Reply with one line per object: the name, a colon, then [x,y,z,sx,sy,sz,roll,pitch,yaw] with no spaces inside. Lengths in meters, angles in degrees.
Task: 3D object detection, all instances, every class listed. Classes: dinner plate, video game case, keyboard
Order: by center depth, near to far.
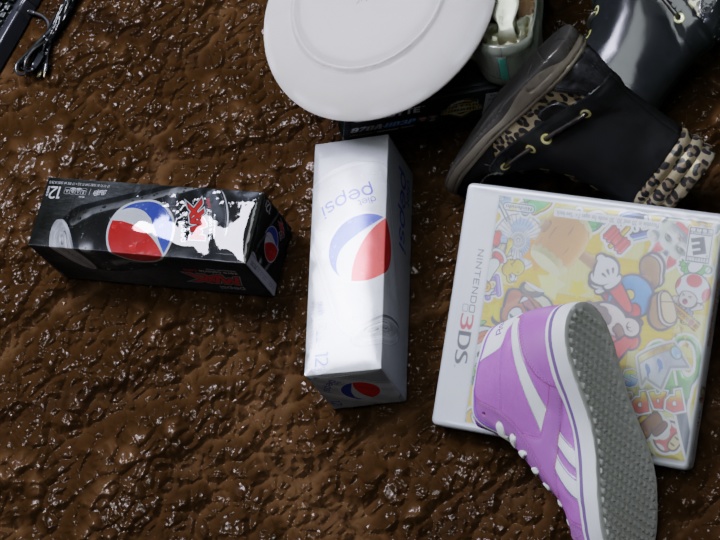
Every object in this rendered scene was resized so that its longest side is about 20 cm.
video game case: [0.158,0.038,1.501,0.199,0.023,0.183,8,89,24]
dinner plate: [0.010,-0.210,1.592,0.199,0.024,0.201,-11,62,22]
keyboard: [-0.308,-0.238,1.849,0.126,0.021,0.201,19,74,28]

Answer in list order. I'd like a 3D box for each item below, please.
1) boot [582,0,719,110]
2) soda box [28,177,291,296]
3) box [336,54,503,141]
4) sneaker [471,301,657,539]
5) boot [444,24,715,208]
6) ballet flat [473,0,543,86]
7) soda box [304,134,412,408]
boot: [0.186,-0.198,1.613,0.203,0.073,0.154,34,84,33]
soda box: [-0.162,-0.028,1.661,0.199,0.071,0.064,4,68,22]
box: [0.040,-0.207,1.656,0.158,0.046,0.201,-10,60,-9]
sneaker: [0.140,0.127,1.463,0.114,0.072,0.202,-15,86,42]
boot: [0.161,-0.082,1.545,0.150,0.200,0.073,34,50,-5]
ballet flat: [0.115,-0.239,1.606,0.067,0.064,0.201,-6,62,12]
soda box: [0.000,0.000,1.588,0.063,0.068,0.201,-6,63,18]
